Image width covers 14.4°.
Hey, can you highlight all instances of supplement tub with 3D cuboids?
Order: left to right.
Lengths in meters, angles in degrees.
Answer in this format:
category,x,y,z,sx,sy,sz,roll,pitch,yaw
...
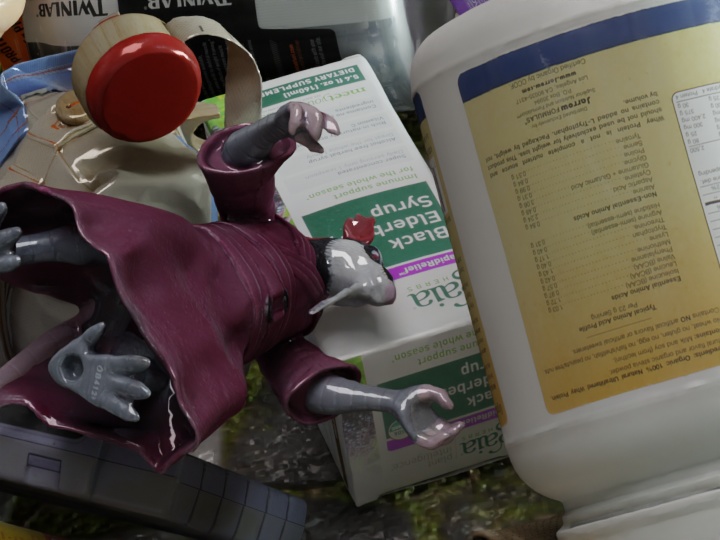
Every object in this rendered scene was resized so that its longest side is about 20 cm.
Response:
category,x,y,z,sx,sy,sz,roll,pitch,yaw
supplement tub,-0.063,-0.129,1.330,0.199,0.123,0.123,-4,38,17
supplement tub,0.107,-0.002,1.008,0.144,0.201,0.144,-15,-5,-1

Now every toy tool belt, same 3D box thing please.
category,x,y,z,sx,sy,sz,roll,pitch,yaw
toy tool belt,-0.110,-0.038,1.175,0.124,0.201,0.123,-12,39,-20

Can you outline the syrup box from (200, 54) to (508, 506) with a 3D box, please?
category,x,y,z,sx,sy,sz,roll,pitch,yaw
syrup box,0.000,0.000,1.199,0.078,0.082,0.200,-17,38,-9

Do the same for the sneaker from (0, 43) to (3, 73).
category,x,y,z,sx,sy,sz,roll,pitch,yaw
sneaker,-0.208,-0.035,1.294,0.090,0.078,0.200,17,55,27

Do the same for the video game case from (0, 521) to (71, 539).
category,x,y,z,sx,sy,sz,roll,pitch,yaw
video game case,-0.115,0.137,1.003,0.199,0.017,0.143,19,26,-32

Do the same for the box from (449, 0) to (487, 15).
category,x,y,z,sx,sy,sz,roll,pitch,yaw
box,0.142,-0.138,1.310,0.200,0.137,0.039,-33,0,-27

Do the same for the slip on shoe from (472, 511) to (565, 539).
category,x,y,z,sx,sy,sz,roll,pitch,yaw
slip on shoe,0.061,0.121,1.051,0.199,0.061,0.076,-26,41,-20

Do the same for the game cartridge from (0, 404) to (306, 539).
category,x,y,z,sx,sy,sz,roll,pitch,yaw
game cartridge,-0.133,0.070,1.109,0.199,0.130,0.039,11,77,23

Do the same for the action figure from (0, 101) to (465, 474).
category,x,y,z,sx,sy,sz,roll,pitch,yaw
action figure,-0.057,0.018,1.049,0.148,0.135,0.200,-16,-1,32

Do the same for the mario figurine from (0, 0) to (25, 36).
category,x,y,z,sx,sy,sz,roll,pitch,yaw
mario figurine,-0.176,-0.102,1.229,0.105,0.124,0.201,8,60,9
